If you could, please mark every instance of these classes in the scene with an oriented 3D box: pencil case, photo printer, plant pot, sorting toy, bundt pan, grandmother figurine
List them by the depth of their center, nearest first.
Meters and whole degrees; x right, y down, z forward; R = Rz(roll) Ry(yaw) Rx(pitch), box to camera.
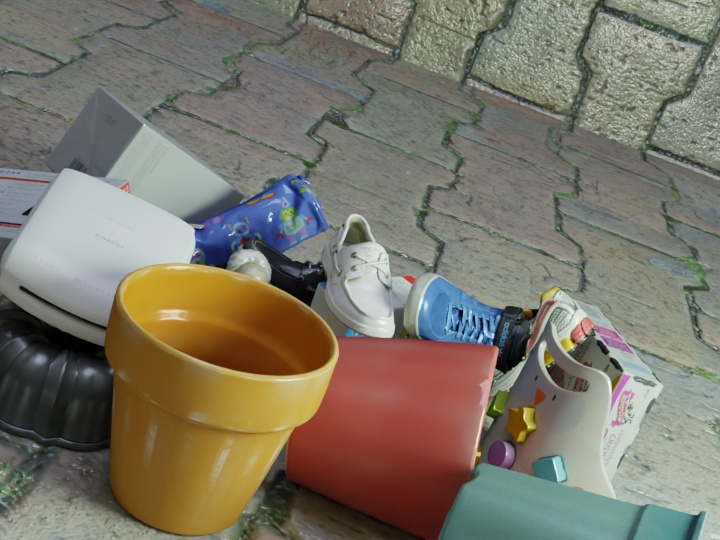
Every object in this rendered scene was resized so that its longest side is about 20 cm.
[{"bbox_3d":[0.166,0.263,1.051,0.194,0.203,0.200,18,19,19],"label":"plant pot"},{"bbox_3d":[-0.139,0.121,1.111,0.198,0.185,0.201,16,21,-6],"label":"plant pot"},{"bbox_3d":[0.029,0.152,1.213,0.175,0.203,0.201,11,20,7],"label":"plant pot"},{"bbox_3d":[-0.283,0.086,1.223,0.199,0.077,0.202,17,21,-6],"label":"bundt pan"},{"bbox_3d":[-0.256,-0.007,1.230,0.165,0.070,0.201,26,28,-9],"label":"photo printer"},{"bbox_3d":[0.197,0.159,1.329,0.106,0.182,0.200,8,23,-29],"label":"sorting toy"},{"bbox_3d":[-0.107,0.063,1.363,0.120,0.061,0.202,14,46,-37],"label":"grandmother figurine"},{"bbox_3d":[-0.139,-0.048,1.547,0.198,0.088,0.078,-26,26,-10],"label":"pencil case"}]

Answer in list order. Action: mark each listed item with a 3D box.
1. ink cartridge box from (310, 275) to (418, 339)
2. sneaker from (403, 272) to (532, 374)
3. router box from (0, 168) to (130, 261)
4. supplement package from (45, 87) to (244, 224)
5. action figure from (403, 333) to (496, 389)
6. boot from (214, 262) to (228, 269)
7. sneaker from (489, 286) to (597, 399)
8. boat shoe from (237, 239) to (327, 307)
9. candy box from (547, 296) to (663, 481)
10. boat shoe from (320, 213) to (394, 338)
[{"bbox_3d":[0.023,0.074,1.471,0.199,0.117,0.067,-4,32,-46],"label":"ink cartridge box"},{"bbox_3d":[0.127,0.059,1.379,0.110,0.078,0.200,14,-9,26],"label":"sneaker"},{"bbox_3d":[-0.380,-0.054,1.396,0.197,0.049,0.180,7,27,19],"label":"router box"},{"bbox_3d":[-0.266,-0.113,1.575,0.121,0.120,0.200,38,2,42],"label":"supplement package"},{"bbox_3d":[0.068,0.129,1.402,0.118,0.103,0.199,27,19,25],"label":"action figure"},{"bbox_3d":[-0.206,0.022,1.449,0.199,0.077,0.167,35,27,23],"label":"boot"},{"bbox_3d":[0.190,0.087,1.503,0.083,0.200,0.078,55,37,7],"label":"sneaker"},{"bbox_3d":[-0.055,0.010,1.493,0.199,0.063,0.073,34,20,-25],"label":"boat shoe"},{"bbox_3d":[0.268,0.136,1.508,0.060,0.138,0.200,17,20,-21],"label":"candy box"},{"bbox_3d":[0.000,0.000,1.372,0.070,0.070,0.201,13,26,-22],"label":"boat shoe"}]
